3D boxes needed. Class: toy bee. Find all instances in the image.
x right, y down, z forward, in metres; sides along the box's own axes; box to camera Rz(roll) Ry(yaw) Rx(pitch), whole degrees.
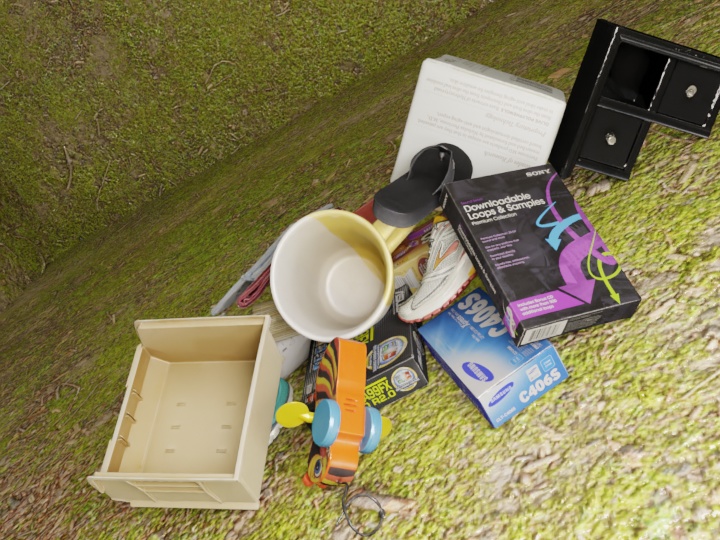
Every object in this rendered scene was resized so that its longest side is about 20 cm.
[{"bbox_3d":[-0.034,0.179,0.816,0.109,0.129,0.203,-46,17,45],"label":"toy bee"}]

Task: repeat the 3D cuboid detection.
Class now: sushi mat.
[{"bbox_3d":[-0.068,0.052,1.085,0.195,0.012,0.097,-18,38,11],"label":"sushi mat"}]

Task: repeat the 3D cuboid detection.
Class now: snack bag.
[{"bbox_3d":[-0.128,-0.015,1.162,0.200,0.021,0.189,-44,0,20],"label":"snack bag"}]

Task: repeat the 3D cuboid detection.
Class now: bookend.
[{"bbox_3d":[0.381,-0.205,1.043,0.093,0.194,0.204,-87,14,-67],"label":"bookend"}]

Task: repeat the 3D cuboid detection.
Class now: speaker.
[{"bbox_3d":[-0.119,0.113,1.121,0.199,0.082,0.081,-42,22,-19],"label":"speaker"}]

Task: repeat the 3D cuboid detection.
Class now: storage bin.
[{"bbox_3d":[-0.203,0.167,0.923,0.193,0.095,0.204,-3,54,13],"label":"storage bin"}]

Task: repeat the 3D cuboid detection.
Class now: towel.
[{"bbox_3d":[-0.090,-0.022,1.092,0.144,0.023,0.200,-44,1,20],"label":"towel"}]

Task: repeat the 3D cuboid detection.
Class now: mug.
[{"bbox_3d":[-0.003,0.010,0.961,0.182,0.154,0.153,-14,-9,10],"label":"mug"}]

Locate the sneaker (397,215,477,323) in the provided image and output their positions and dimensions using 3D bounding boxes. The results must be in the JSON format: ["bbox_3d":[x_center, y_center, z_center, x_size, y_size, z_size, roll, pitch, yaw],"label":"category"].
[{"bbox_3d":[0.109,-0.021,0.934,0.201,0.082,0.078,-52,-8,12],"label":"sneaker"}]

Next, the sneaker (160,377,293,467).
[{"bbox_3d":[-0.166,0.204,0.990,0.199,0.081,0.077,-41,22,-23],"label":"sneaker"}]

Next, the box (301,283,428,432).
[{"bbox_3d":[0.005,0.110,0.997,0.158,0.045,0.201,-29,21,14],"label":"box"}]

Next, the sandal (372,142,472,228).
[{"bbox_3d":[0.082,-0.110,0.916,0.075,0.044,0.200,21,36,17],"label":"sandal"}]

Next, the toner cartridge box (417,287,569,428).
[{"bbox_3d":[0.138,0.088,0.852,0.094,0.044,0.200,-35,20,-3],"label":"toner cartridge box"}]

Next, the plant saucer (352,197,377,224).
[{"bbox_3d":[-0.026,-0.048,1.196,0.199,0.037,0.199,-42,0,28],"label":"plant saucer"}]

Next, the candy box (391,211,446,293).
[{"bbox_3d":[0.109,-0.030,1.140,0.197,0.057,0.117,-31,18,10],"label":"candy box"}]

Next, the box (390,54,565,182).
[{"bbox_3d":[0.168,-0.188,1.085,0.195,0.175,0.199,18,20,8],"label":"box"}]

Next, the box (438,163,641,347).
[{"bbox_3d":[0.184,-0.024,0.820,0.139,0.037,0.203,-12,53,-17],"label":"box"}]

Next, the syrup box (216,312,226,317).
[{"bbox_3d":[-0.236,0.158,1.199,0.080,0.080,0.201,-28,21,12],"label":"syrup box"}]
